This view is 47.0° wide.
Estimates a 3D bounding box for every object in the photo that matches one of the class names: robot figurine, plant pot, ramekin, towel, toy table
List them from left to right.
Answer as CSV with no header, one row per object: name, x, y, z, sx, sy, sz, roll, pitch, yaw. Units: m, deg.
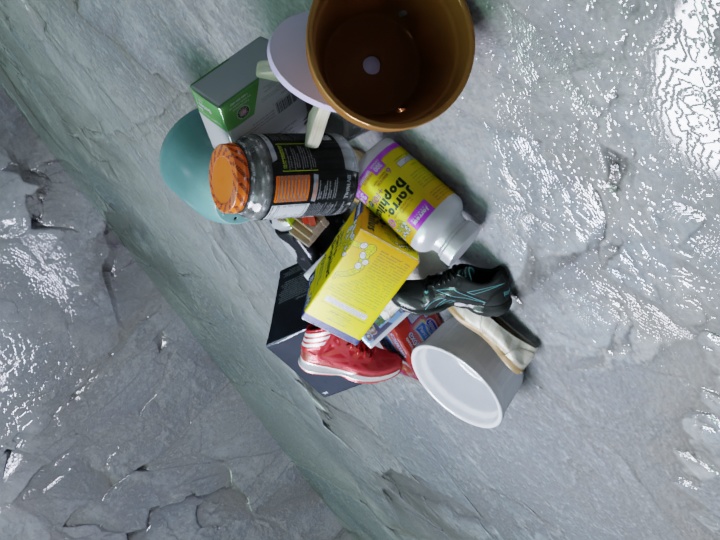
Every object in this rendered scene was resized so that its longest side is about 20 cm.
plant pot,-0.254,-0.183,1.557,0.161,0.199,0.202,45,161,35
robot figurine,-0.093,-0.076,1.571,0.150,0.125,0.201,12,143,56
toy table,-0.039,-0.267,1.128,0.198,0.186,0.117,21,171,-17
plant pot,0.024,-0.264,1.005,0.201,0.200,0.140,50,173,-8
towel,0.064,-0.017,1.399,0.133,0.035,0.200,47,122,-3
ramekin,0.197,0.179,1.496,0.199,0.098,0.202,34,151,22

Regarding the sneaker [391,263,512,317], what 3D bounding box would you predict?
sneaker,0.143,0.023,1.324,0.197,0.076,0.080,0,129,9

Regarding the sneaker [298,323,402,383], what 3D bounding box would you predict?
sneaker,-0.012,0.138,1.525,0.079,0.197,0.117,-107,22,-57

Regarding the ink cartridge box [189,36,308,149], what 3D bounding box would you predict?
ink cartridge box,-0.157,-0.226,1.270,0.084,0.146,0.201,35,155,32

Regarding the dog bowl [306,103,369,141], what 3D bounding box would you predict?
dog bowl,-0.065,-0.280,1.284,0.199,0.059,0.201,39,157,20

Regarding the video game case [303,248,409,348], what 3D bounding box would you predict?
video game case,0.026,0.008,1.462,0.182,0.200,0.023,47,-160,0

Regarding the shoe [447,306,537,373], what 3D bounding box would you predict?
shoe,0.215,0.084,1.394,0.200,0.070,0.054,46,115,15

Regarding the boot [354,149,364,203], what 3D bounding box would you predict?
boot,-0.031,-0.156,1.426,0.201,0.071,0.144,47,163,16

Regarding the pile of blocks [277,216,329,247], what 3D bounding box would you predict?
pile of blocks,-0.128,-0.139,1.465,0.202,0.081,0.062,63,180,23

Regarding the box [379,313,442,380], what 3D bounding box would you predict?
box,0.087,0.104,1.582,0.095,0.100,0.201,12,140,55

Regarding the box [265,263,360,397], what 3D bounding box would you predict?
box,-0.074,0.113,1.680,0.122,0.200,0.200,-22,131,28

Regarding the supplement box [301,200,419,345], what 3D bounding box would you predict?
supplement box,0.000,0.000,1.334,0.109,0.109,0.201,27,122,-14

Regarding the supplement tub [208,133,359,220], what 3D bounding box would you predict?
supplement tub,-0.111,-0.137,1.205,0.122,0.198,0.125,12,105,55

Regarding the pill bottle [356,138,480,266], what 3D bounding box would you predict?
pill bottle,0.084,-0.100,1.252,0.200,0.104,0.105,42,157,12
